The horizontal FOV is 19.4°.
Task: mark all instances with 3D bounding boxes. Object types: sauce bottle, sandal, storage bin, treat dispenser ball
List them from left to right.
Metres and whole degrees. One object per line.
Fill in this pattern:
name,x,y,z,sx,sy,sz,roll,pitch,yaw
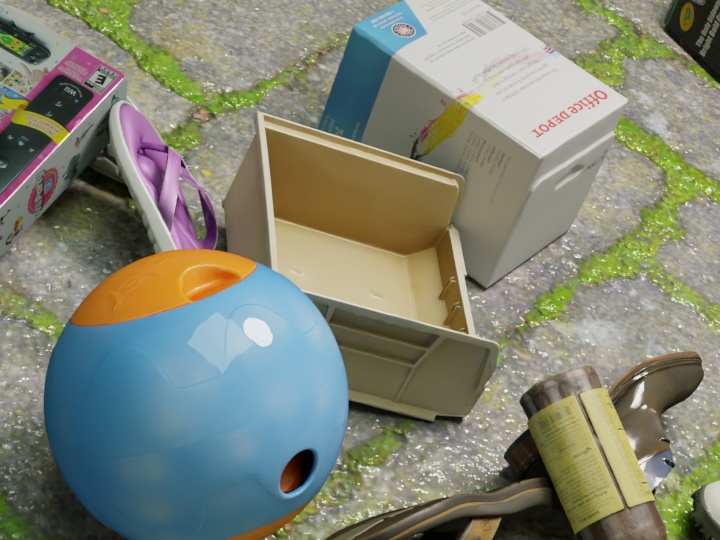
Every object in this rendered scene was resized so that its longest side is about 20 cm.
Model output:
sandal,-0.134,-0.044,1.609,0.203,0.050,0.082,67,14,16
treat dispenser ball,-0.108,0.087,1.390,0.200,0.201,0.201,13,38,-10
storage bin,0.000,0.000,1.618,0.198,0.094,0.200,15,37,-20
sandal,0.061,0.186,1.469,0.199,0.082,0.055,-5,78,-44
sauce bottle,0.176,0.169,1.495,0.064,0.065,0.201,-10,71,-34

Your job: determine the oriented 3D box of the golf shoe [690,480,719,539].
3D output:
golf shoe,0.348,0.182,1.584,0.199,0.088,0.077,13,40,-8

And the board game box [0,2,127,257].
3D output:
board game box,-0.293,-0.104,1.605,0.147,0.064,0.200,30,55,11

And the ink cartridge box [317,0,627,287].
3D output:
ink cartridge box,0.090,-0.118,1.773,0.200,0.146,0.147,36,39,19

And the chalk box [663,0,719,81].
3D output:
chalk box,0.400,-0.269,2.123,0.124,0.125,0.200,-12,50,-35

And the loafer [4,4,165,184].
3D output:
loafer,-0.228,-0.143,1.717,0.200,0.070,0.070,45,11,10

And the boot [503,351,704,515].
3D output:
boot,0.208,0.135,1.597,0.199,0.075,0.097,-25,66,-32
